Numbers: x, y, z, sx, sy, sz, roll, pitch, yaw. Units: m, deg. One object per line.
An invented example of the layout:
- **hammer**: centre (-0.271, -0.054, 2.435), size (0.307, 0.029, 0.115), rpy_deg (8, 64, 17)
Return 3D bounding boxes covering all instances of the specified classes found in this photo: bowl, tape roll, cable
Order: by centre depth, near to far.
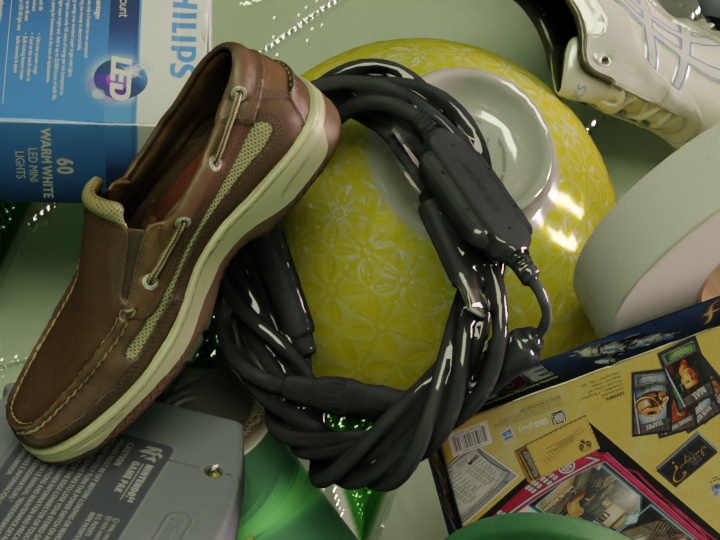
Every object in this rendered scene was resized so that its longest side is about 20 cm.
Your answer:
- **cable**: centre (0.000, 0.000, 1.250), size (0.051, 0.163, 0.200), rpy_deg (9, 37, -46)
- **tape roll**: centre (0.193, -0.022, 1.293), size (0.202, 0.203, 0.037), rpy_deg (-23, 65, -12)
- **bowl**: centre (0.040, -0.036, 1.332), size (0.199, 0.108, 0.201), rpy_deg (6, 63, -12)

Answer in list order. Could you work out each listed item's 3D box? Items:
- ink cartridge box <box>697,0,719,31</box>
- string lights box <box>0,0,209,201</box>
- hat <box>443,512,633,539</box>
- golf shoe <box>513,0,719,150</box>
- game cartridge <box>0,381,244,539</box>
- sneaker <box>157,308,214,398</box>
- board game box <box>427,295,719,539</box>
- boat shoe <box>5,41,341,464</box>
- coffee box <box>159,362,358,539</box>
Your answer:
- **ink cartridge box**: centre (0.215, -0.175, 1.401), size (0.119, 0.201, 0.042), rpy_deg (-32, 22, -17)
- **string lights box**: centre (-0.169, -0.089, 1.304), size (0.199, 0.059, 0.103), rpy_deg (2, 51, -3)
- **hat**: centre (0.139, 0.153, 1.255), size (0.201, 0.165, 0.176), rpy_deg (59, 39, -10)
- **golf shoe**: centre (0.136, -0.093, 1.380), size (0.097, 0.078, 0.200), rpy_deg (-37, 85, -33)
- **game cartridge**: centre (-0.126, 0.120, 1.208), size (0.132, 0.041, 0.200), rpy_deg (10, 33, 15)
- **sneaker**: centre (-0.112, -0.014, 1.353), size (0.077, 0.080, 0.201), rpy_deg (-3, 53, 28)
- **board game box**: centre (0.136, 0.093, 1.273), size (0.199, 0.136, 0.035), rpy_deg (-19, 19, -11)
- **boat shoe**: centre (-0.098, -0.013, 1.220), size (0.203, 0.075, 0.075), rpy_deg (-54, 37, -3)
- **coffee box**: centre (-0.055, 0.151, 1.286), size (0.123, 0.044, 0.200), rpy_deg (-30, 64, -15)
